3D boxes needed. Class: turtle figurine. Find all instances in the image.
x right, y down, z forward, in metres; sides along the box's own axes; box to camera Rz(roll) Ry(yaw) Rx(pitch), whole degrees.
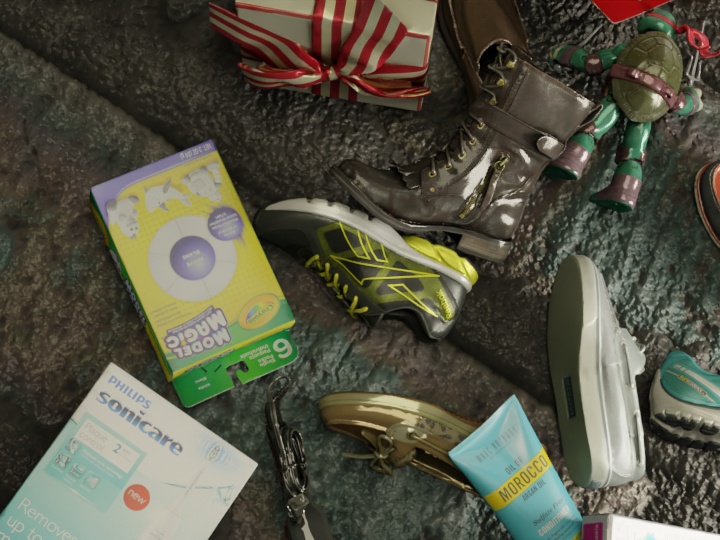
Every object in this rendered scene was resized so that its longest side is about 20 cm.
[{"bbox_3d":[0.237,-0.161,1.541,0.149,0.101,0.200,25,80,-3],"label":"turtle figurine"}]

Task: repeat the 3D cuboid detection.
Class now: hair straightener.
[{"bbox_3d":[-0.044,0.181,1.417,0.041,0.077,0.201,-9,79,-10],"label":"hair straightener"}]

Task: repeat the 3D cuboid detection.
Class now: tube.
[{"bbox_3d":[0.151,0.206,1.431,0.077,0.050,0.200,-39,103,-28],"label":"tube"}]

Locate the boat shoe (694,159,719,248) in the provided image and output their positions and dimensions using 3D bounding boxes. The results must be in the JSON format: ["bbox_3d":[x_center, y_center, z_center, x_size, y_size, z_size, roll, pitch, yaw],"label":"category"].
[{"bbox_3d":[0.372,-0.018,1.545,0.071,0.063,0.200,-31,82,-13],"label":"boat shoe"}]

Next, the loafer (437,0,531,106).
[{"bbox_3d":[0.123,-0.198,1.536,0.073,0.071,0.201,-12,77,-15],"label":"loafer"}]

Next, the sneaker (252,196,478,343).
[{"bbox_3d":[0.000,0.000,1.469,0.199,0.074,0.085,19,75,-5],"label":"sneaker"}]

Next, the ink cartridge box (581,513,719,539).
[{"bbox_3d":[0.264,0.274,1.442,0.200,0.042,0.120,14,74,-32],"label":"ink cartridge box"}]

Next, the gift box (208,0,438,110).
[{"bbox_3d":[-0.020,-0.243,1.455,0.184,0.200,0.187,8,75,6],"label":"gift box"}]

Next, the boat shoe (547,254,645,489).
[{"bbox_3d":[0.209,0.086,1.495,0.071,0.070,0.201,-1,80,-22],"label":"boat shoe"}]

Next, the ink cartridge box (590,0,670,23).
[{"bbox_3d":[0.225,-0.319,1.522,0.176,0.084,0.200,51,32,5],"label":"ink cartridge box"}]

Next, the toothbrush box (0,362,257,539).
[{"bbox_3d":[-0.198,0.199,1.383,0.146,0.085,0.200,36,72,0],"label":"toothbrush box"}]

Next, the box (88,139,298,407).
[{"bbox_3d":[-0.138,0.004,1.460,0.117,0.048,0.200,-24,83,-14],"label":"box"}]

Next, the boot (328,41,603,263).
[{"bbox_3d":[0.087,-0.111,1.452,0.200,0.069,0.174,19,105,-28],"label":"boot"}]

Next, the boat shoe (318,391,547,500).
[{"bbox_3d":[0.058,0.149,1.445,0.199,0.073,0.063,16,74,-7],"label":"boat shoe"}]

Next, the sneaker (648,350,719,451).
[{"bbox_3d":[0.350,0.121,1.505,0.199,0.078,0.080,16,66,-6],"label":"sneaker"}]
